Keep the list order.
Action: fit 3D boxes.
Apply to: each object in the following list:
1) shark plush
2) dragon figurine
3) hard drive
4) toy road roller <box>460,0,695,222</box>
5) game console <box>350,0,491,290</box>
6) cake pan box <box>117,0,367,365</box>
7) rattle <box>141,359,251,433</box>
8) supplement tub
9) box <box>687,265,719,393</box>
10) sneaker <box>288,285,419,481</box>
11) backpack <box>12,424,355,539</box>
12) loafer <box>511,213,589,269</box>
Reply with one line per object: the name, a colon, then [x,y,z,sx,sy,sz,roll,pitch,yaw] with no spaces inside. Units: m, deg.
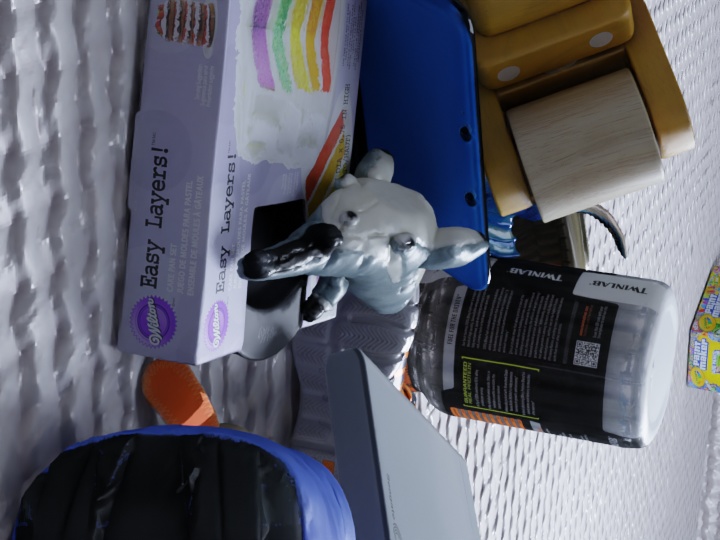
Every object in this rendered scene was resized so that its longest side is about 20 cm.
shark plush: [0.000,0.000,0.859,0.084,0.091,0.200,-54,173,19]
dragon figurine: [0.107,-0.050,1.146,0.199,0.099,0.059,30,35,-43]
hard drive: [0.033,0.143,0.937,0.200,0.026,0.133,48,29,-58]
toy road roller: [0.108,-0.146,0.927,0.146,0.122,0.202,58,15,-61]
game console: [0.044,-0.120,0.978,0.171,0.117,0.202,-61,152,-46]
cake pan box: [-0.058,-0.056,0.834,0.184,0.052,0.203,-11,110,-67]
rattle: [-0.045,0.148,0.840,0.130,0.142,0.202,-34,139,-38]
supplement tub: [0.125,0.055,1.160,0.122,0.198,0.124,9,90,-70]
box: [0.667,0.110,2.666,0.200,0.190,0.123,-57,149,-49]
sneaker: [0.002,0.060,1.030,0.112,0.077,0.202,-28,134,-71]
backpack: [-0.081,0.173,0.727,0.168,0.160,0.203,32,56,-78]
loafer: [0.141,-0.075,1.237,0.067,0.076,0.203,-15,91,-44]
